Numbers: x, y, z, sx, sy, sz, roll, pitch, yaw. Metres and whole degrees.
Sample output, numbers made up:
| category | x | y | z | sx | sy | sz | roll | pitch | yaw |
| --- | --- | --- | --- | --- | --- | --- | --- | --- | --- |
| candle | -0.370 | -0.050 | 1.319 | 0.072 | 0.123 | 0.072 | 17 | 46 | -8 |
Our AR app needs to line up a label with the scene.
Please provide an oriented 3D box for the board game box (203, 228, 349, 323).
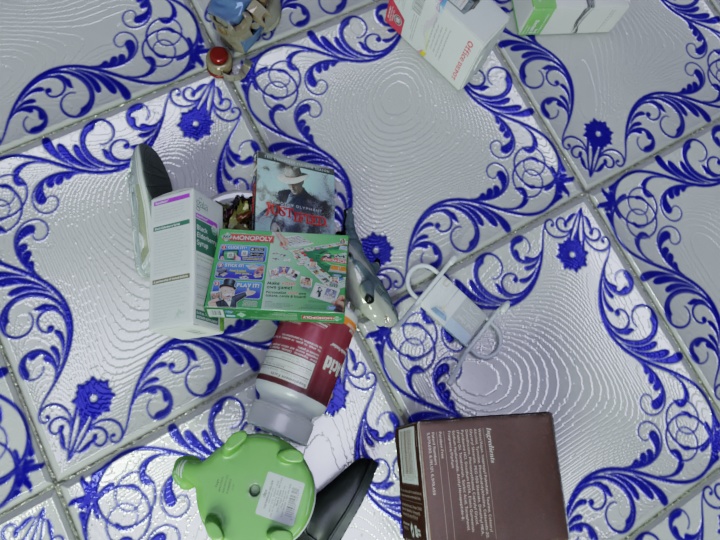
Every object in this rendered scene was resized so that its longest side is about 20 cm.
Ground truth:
| category | x | y | z | sx | sy | sz | roll | pitch | yaw |
| --- | --- | --- | --- | --- | --- | --- | --- | --- | --- |
| board game box | -0.116 | 0.006 | 0.904 | 0.194 | 0.029 | 0.137 | 3 | 55 | 0 |

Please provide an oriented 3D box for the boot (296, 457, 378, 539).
| category | x | y | z | sx | sy | sz | roll | pitch | yaw |
| --- | --- | --- | --- | --- | --- | --- | --- | --- | --- |
| boot | -0.084 | 0.323 | 0.903 | 0.160 | 0.074 | 0.200 | 31 | 71 | 7 |

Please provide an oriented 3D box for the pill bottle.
| category | x | y | z | sx | sy | sz | roll | pitch | yaw |
| --- | --- | --- | --- | --- | --- | --- | --- | --- | --- |
| pill bottle | -0.086 | 0.143 | 0.926 | 0.112 | 0.114 | 0.204 | 22 | 73 | -2 |

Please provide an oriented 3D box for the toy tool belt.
| category | x | y | z | sx | sy | sz | roll | pitch | yaw |
| --- | --- | --- | --- | --- | --- | --- | --- | --- | --- |
| toy tool belt | -0.208 | -0.440 | 1.065 | 0.123 | 0.123 | 0.204 | 26 | 73 | 0 |

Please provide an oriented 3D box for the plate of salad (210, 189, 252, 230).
| category | x | y | z | sx | sy | sz | roll | pitch | yaw |
| --- | --- | --- | --- | --- | --- | --- | --- | --- | --- |
| plate of salad | -0.190 | -0.036 | 0.995 | 0.194 | 0.048 | 0.206 | 2 | 74 | -7 |

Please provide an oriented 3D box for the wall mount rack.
| category | x | y | z | sx | sy | sz | roll | pitch | yaw |
| --- | --- | --- | --- | --- | --- | --- | --- | --- | --- |
| wall mount rack | 0.140 | 0.078 | 0.998 | 0.199 | 0.075 | 0.174 | 41 | 73 | 5 |

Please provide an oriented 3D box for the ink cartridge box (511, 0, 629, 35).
| category | x | y | z | sx | sy | sz | roll | pitch | yaw |
| --- | --- | --- | --- | --- | --- | --- | --- | --- | --- |
| ink cartridge box | 0.395 | -0.541 | 1.204 | 0.194 | 0.084 | 0.150 | -4 | 75 | -9 |

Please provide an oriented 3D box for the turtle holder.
| category | x | y | z | sx | sy | sz | roll | pitch | yaw |
| --- | --- | --- | --- | --- | --- | --- | --- | --- | --- |
| turtle holder | -0.147 | 0.290 | 0.804 | 0.180 | 0.132 | 0.144 | -12 | 69 | -7 |

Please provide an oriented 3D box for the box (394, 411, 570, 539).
| category | x | y | z | sx | sy | sz | roll | pitch | yaw |
| --- | --- | --- | --- | --- | --- | --- | --- | --- | --- |
| box | 0.162 | 0.297 | 0.893 | 0.194 | 0.166 | 0.169 | -2 | 73 | -8 |

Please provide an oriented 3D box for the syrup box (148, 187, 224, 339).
| category | x | y | z | sx | sy | sz | roll | pitch | yaw |
| --- | --- | --- | --- | --- | --- | --- | --- | --- | --- |
| syrup box | -0.254 | -0.009 | 0.924 | 0.079 | 0.079 | 0.206 | -9 | 73 | 19 |

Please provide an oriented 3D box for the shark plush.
| category | x | y | z | sx | sy | sz | roll | pitch | yaw |
| --- | --- | --- | --- | --- | --- | --- | --- | --- | --- |
| shark plush | 0.000 | 0.000 | 1.024 | 0.081 | 0.091 | 0.203 | -4 | 56 | -33 |

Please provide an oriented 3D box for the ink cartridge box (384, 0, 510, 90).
| category | x | y | z | sx | sy | sz | roll | pitch | yaw |
| --- | --- | --- | --- | --- | --- | --- | --- | --- | --- |
| ink cartridge box | 0.146 | -0.444 | 1.107 | 0.199 | 0.148 | 0.086 | 43 | 74 | 4 |

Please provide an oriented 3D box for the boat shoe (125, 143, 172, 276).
| category | x | y | z | sx | sy | sz | roll | pitch | yaw |
| --- | --- | --- | --- | --- | --- | --- | --- | --- | --- |
| boat shoe | -0.333 | -0.096 | 0.978 | 0.063 | 0.074 | 0.208 | -14 | 83 | 16 |

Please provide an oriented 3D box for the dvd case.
| category | x | y | z | sx | sy | sz | roll | pitch | yaw |
| --- | --- | --- | --- | --- | --- | --- | --- | --- | --- |
| dvd case | -0.107 | -0.080 | 1.008 | 0.143 | 0.022 | 0.206 | 9 | 70 | -29 |
